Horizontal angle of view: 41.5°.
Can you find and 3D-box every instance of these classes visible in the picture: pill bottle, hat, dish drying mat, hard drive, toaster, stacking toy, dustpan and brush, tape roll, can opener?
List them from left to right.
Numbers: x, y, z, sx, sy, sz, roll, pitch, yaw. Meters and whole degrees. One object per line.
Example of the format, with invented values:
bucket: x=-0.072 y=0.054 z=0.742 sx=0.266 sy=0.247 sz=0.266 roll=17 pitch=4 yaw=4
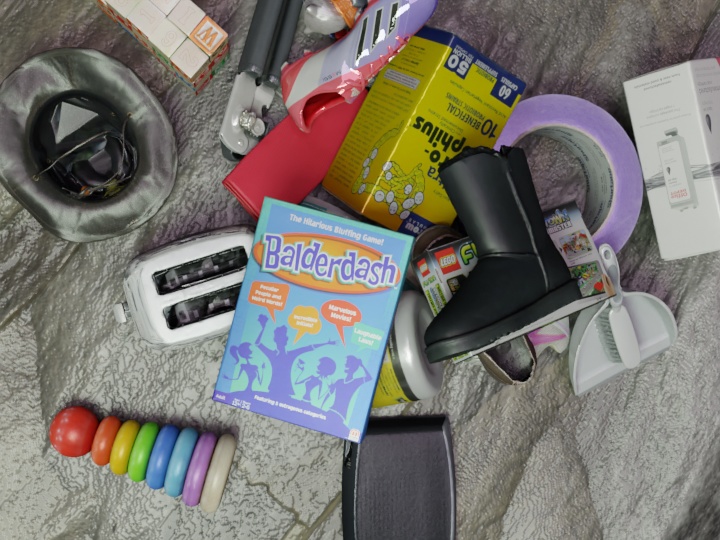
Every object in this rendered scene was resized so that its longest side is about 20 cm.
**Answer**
hat: x=-0.288 y=-0.134 z=1.004 sx=0.198 sy=0.081 sz=0.204 roll=-1 pitch=100 yaw=-8
stacking toy: x=-0.237 y=0.194 z=1.020 sx=0.197 sy=0.085 sz=0.086 roll=17 pitch=90 yaw=-4
toaster: x=-0.158 y=0.015 z=0.998 sx=0.197 sy=0.129 sz=0.115 roll=-16 pitch=94 yaw=-6
can opener: x=-0.115 y=-0.220 z=1.030 sx=0.052 sy=0.066 sz=0.203 roll=23 pitch=80 yaw=-44
dish drying mat: x=-0.059 y=-0.135 z=1.034 sx=0.077 sy=0.018 sz=0.200 roll=46 pitch=68 yaw=-9
pill bottle: x=-0.020 y=0.093 z=1.001 sx=0.198 sy=0.112 sz=0.114 roll=-12 pitch=93 yaw=20
hard drive: x=0.046 y=0.269 z=1.073 sx=0.133 sy=0.042 sz=0.203 roll=-1 pitch=92 yaw=-7
tape roll: x=0.207 y=-0.091 z=1.063 sx=0.197 sy=0.085 sz=0.203 roll=0 pitch=92 yaw=-8
dustpan and brush: x=0.283 y=0.048 z=1.054 sx=0.138 sy=0.057 sz=0.202 roll=-26 pitch=116 yaw=-5

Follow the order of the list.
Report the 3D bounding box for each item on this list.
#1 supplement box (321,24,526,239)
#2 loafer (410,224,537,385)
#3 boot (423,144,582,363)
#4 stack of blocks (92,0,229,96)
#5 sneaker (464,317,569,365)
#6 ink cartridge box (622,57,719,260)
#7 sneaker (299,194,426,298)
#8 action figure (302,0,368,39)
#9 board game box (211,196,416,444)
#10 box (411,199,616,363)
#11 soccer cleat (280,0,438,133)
supplement box: x=0.064 y=-0.142 z=1.002 sx=0.108 sy=0.109 sz=0.202 roll=24 pitch=98 yaw=-31
loafer: x=0.127 y=0.037 z=0.979 sx=0.073 sy=0.071 sz=0.201 roll=-40 pitch=104 yaw=-3
boot: x=0.106 y=-0.021 z=0.872 sx=0.199 sy=0.076 sz=0.170 roll=-22 pitch=86 yaw=-37
stack of blocks: x=-0.229 y=-0.279 z=0.987 sx=0.200 sy=0.115 sz=0.059 roll=42 pitch=86 yaw=-6
sneaker: x=0.151 y=0.079 z=1.062 sx=0.197 sy=0.081 sz=0.089 roll=-17 pitch=98 yaw=-1
ink cartridge box: x=0.378 y=-0.126 z=1.052 sx=0.146 sy=0.082 sz=0.203 roll=-16 pitch=94 yaw=-46
sneaker: x=0.000 y=0.000 z=1.046 sx=0.199 sy=0.071 sz=0.080 roll=38 pitch=85 yaw=-7
action figure: x=-0.005 y=-0.335 z=1.020 sx=0.200 sy=0.104 sz=0.194 roll=43 pitch=74 yaw=-13
board game box: x=-0.044 y=0.046 z=0.911 sx=0.150 sy=0.045 sz=0.203 roll=14 pitch=89 yaw=6
box: x=0.158 y=0.008 z=0.953 sx=0.198 sy=0.035 sz=0.111 roll=-18 pitch=81 yaw=-29
soccer cleat: x=0.002 y=-0.218 z=0.977 sx=0.199 sy=0.066 sz=0.077 roll=-28 pitch=69 yaw=24
